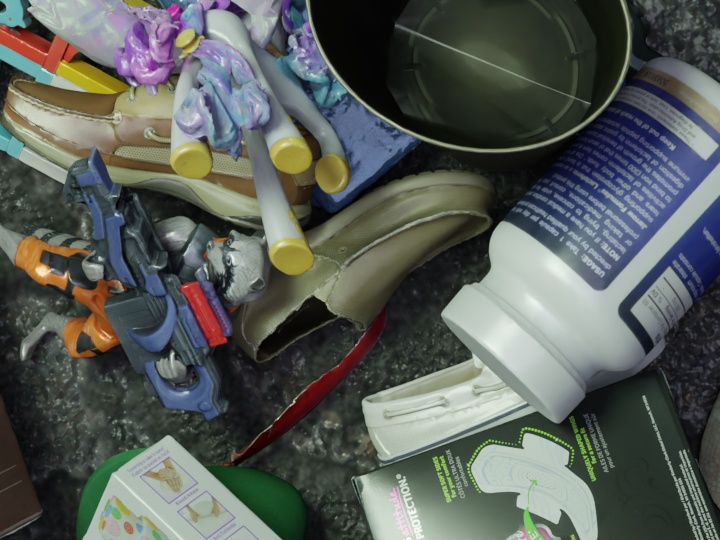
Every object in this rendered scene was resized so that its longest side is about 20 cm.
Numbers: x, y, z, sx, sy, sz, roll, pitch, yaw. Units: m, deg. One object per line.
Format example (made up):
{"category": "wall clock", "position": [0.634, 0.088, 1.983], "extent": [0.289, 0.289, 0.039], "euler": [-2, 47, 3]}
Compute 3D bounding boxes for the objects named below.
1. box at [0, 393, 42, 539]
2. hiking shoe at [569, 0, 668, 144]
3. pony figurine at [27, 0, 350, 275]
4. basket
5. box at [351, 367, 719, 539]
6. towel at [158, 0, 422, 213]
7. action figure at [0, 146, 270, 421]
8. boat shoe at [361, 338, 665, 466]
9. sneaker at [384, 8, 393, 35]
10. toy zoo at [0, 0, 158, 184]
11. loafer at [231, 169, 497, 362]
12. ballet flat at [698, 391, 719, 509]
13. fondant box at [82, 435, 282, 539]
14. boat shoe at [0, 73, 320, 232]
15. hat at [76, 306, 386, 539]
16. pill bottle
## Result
{"category": "box", "position": [-0.327, 0.096, 1.261], "extent": [0.165, 0.164, 0.202], "euler": [-16, 95, 37]}
{"category": "hiking shoe", "position": [0.175, -0.098, 1.320], "extent": [0.087, 0.074, 0.200], "euler": [-40, 83, 11]}
{"category": "pony figurine", "position": [-0.079, -0.123, 1.180], "extent": [0.166, 0.201, 0.193], "euler": [-30, 136, 17]}
{"category": "basket", "position": [0.073, -0.124, 1.197], "extent": [0.179, 0.200, 0.137], "euler": [22, 89, 11]}
{"category": "box", "position": [0.113, 0.166, 1.281], "extent": [0.198, 0.149, 0.125], "euler": [-19, 69, 2]}
{"category": "towel", "position": [-0.040, -0.144, 1.324], "extent": [0.111, 0.049, 0.201], "euler": [-36, 93, 3]}
{"category": "action figure", "position": [-0.144, -0.011, 1.273], "extent": [0.191, 0.105, 0.201], "euler": [0, 129, 20]}
{"category": "boat shoe", "position": [0.094, 0.064, 1.332], "extent": [0.198, 0.071, 0.070], "euler": [-25, 97, 9]}
{"category": "sneaker", "position": [0.033, -0.224, 1.283], "extent": [0.081, 0.073, 0.202], "euler": [15, 74, -11]}
{"category": "toy zoo", "position": [-0.197, -0.130, 1.319], "extent": [0.199, 0.020, 0.132], "euler": [28, 115, -2]}
{"category": "loafer", "position": [0.000, 0.000, 1.317], "extent": [0.199, 0.076, 0.068], "euler": [-24, 71, 13]}
{"category": "ballet flat", "position": [0.273, 0.068, 1.330], "extent": [0.067, 0.062, 0.201], "euler": [25, 95, -1]}
{"category": "fondant box", "position": [-0.082, 0.218, 1.250], "extent": [0.200, 0.058, 0.145], "euler": [40, 132, 15]}
{"category": "boat shoe", "position": [-0.117, -0.087, 1.276], "extent": [0.198, 0.076, 0.074], "euler": [17, 107, -11]}
{"category": "hat", "position": [-0.061, 0.154, 1.364], "extent": [0.199, 0.176, 0.167], "euler": [-26, 94, 43]}
{"category": "pill bottle", "position": [0.146, -0.016, 1.213], "extent": [0.116, 0.116, 0.200], "euler": [44, 85, -3]}
